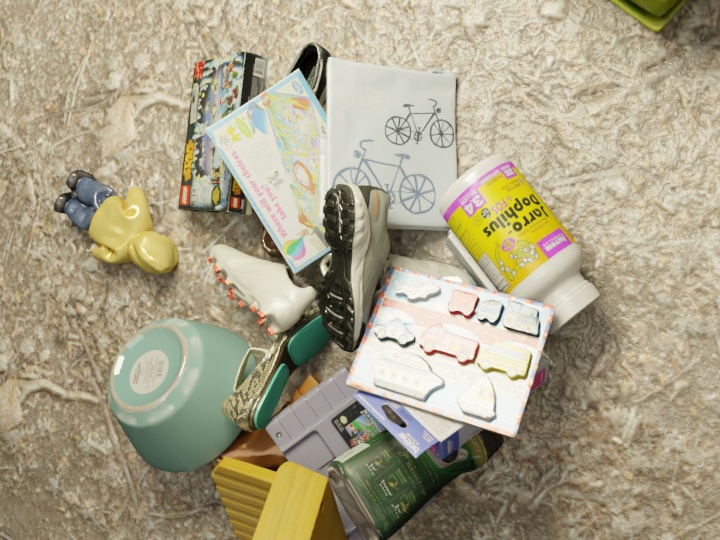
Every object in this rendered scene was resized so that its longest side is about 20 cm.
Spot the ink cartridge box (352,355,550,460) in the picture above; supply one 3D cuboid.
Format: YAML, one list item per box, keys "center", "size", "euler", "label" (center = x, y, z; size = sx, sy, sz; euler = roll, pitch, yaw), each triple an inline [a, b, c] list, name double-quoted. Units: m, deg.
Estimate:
- center: [0.102, 0.131, 0.925]
  size: [0.198, 0.042, 0.119]
  euler: [-29, 46, -25]
  label: "ink cartridge box"

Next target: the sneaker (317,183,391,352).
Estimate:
- center: [0.000, 0.000, 0.940]
  size: [0.074, 0.078, 0.203]
  euler: [27, 118, 46]
  label: "sneaker"

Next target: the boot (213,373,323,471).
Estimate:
- center: [-0.102, 0.201, 1.049]
  size: [0.198, 0.077, 0.157]
  euler: [29, 98, 15]
  label: "boot"

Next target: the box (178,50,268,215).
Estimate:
- center: [-0.183, -0.176, 1.077]
  size: [0.136, 0.039, 0.204]
  euler: [6, 90, 51]
  label: "box"

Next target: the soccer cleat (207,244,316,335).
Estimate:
- center: [-0.129, 0.014, 1.054]
  size: [0.077, 0.070, 0.199]
  euler: [-36, 42, -16]
  label: "soccer cleat"

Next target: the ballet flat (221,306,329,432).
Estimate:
- center: [-0.105, 0.107, 1.021]
  size: [0.074, 0.068, 0.201]
  euler: [20, 57, 27]
  label: "ballet flat"

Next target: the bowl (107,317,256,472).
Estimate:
- center: [-0.240, 0.141, 1.042]
  size: [0.198, 0.105, 0.203]
  euler: [-13, 55, 19]
  label: "bowl"

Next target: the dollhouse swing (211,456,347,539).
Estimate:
- center: [-0.109, 0.345, 0.966]
  size: [0.173, 0.183, 0.202]
  euler: [-1, 126, 16]
  label: "dollhouse swing"

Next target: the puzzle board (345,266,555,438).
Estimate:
- center: [0.097, 0.082, 0.898]
  size: [0.197, 0.017, 0.152]
  euler: [14, 67, 23]
  label: "puzzle board"

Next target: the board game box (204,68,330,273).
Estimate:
- center: [-0.078, -0.118, 0.989]
  size: [0.133, 0.034, 0.202]
  euler: [-32, 101, -3]
  label: "board game box"

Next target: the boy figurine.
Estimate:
- center: [-0.332, -0.066, 1.144]
  size: [0.199, 0.064, 0.125]
  euler: [32, 98, 16]
  label: "boy figurine"

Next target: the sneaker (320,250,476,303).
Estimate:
- center: [0.044, 0.017, 1.005]
  size: [0.197, 0.081, 0.078]
  euler: [12, 93, 19]
  label: "sneaker"

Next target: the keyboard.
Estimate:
- center: [0.164, 0.037, 0.979]
  size: [0.011, 0.056, 0.201]
  euler: [-36, 77, -1]
  label: "keyboard"

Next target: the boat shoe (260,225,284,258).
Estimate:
- center: [-0.071, -0.105, 1.051]
  size: [0.074, 0.075, 0.204]
  euler: [37, 99, 16]
  label: "boat shoe"

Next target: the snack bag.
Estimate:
- center: [0.035, -0.151, 0.989]
  size: [0.186, 0.021, 0.204]
  euler: [0, 89, -25]
  label: "snack bag"

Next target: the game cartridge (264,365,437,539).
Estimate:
- center: [-0.009, 0.232, 1.000]
  size: [0.129, 0.038, 0.201]
  euler: [-35, 95, 4]
  label: "game cartridge"

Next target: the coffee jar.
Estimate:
- center: [0.067, 0.215, 0.945]
  size: [0.198, 0.085, 0.105]
  euler: [-30, 81, -23]
  label: "coffee jar"

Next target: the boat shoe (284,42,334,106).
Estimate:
- center: [-0.092, -0.198, 1.065]
  size: [0.073, 0.068, 0.201]
  euler: [34, 98, 16]
  label: "boat shoe"

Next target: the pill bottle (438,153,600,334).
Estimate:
- center: [0.186, -0.028, 0.948]
  size: [0.104, 0.104, 0.201]
  euler: [-40, 77, 13]
  label: "pill bottle"

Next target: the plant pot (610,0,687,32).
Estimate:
- center: [0.311, -0.392, 0.878]
  size: [0.199, 0.181, 0.201]
  euler: [42, 101, 15]
  label: "plant pot"
